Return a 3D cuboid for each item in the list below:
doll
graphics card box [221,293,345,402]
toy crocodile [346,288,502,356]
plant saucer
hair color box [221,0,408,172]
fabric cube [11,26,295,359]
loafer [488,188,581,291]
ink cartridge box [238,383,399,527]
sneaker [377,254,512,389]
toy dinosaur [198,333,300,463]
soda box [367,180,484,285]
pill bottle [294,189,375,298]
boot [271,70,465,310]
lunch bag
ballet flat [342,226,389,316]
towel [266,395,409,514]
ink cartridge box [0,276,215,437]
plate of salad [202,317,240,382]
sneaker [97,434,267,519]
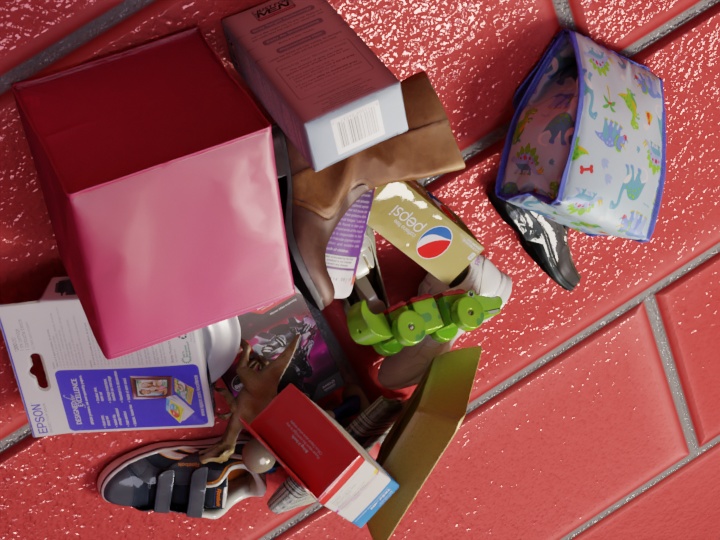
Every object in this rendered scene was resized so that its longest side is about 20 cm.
[{"bbox_3d":[-0.071,0.195,1.816,0.136,0.049,0.200,-42,169,32],"label":"doll"},{"bbox_3d":[-0.105,0.088,1.771,0.125,0.051,0.200,-29,137,-7],"label":"graphics card box"},{"bbox_3d":[0.074,0.052,1.766,0.199,0.062,0.067,-11,170,-30],"label":"toy crocodile"},{"bbox_3d":[0.064,0.191,1.794,0.048,0.200,0.200,30,114,-2],"label":"plant saucer"},{"bbox_3d":[-0.045,-0.185,1.467,0.099,0.200,0.061,-25,135,-12],"label":"hair color box"},{"bbox_3d":[-0.194,-0.076,1.468,0.196,0.200,0.200,-20,132,-14],"label":"fabric cube"},{"bbox_3d":[0.226,-0.047,1.852,0.072,0.073,0.200,-41,138,-1],"label":"loafer"},{"bbox_3d":[-0.042,0.194,1.650,0.067,0.116,0.200,-46,155,-2],"label":"ink cartridge box"},{"bbox_3d":[0.083,0.054,1.860,0.200,0.075,0.100,-45,122,3],"label":"sneaker"},{"bbox_3d":[-0.111,0.124,1.688,0.058,0.101,0.200,18,118,-37],"label":"toy dinosaur"},{"bbox_3d":[0.050,-0.064,1.727,0.064,0.068,0.200,-45,136,10],"label":"soda box"},{"bbox_3d":[-0.041,-0.080,1.594,0.111,0.111,0.201,8,98,-37],"label":"pill bottle"},{"bbox_3d":[0.006,-0.077,1.525,0.199,0.068,0.189,-19,90,-14],"label":"boot"},{"bbox_3d":[0.257,-0.150,1.747,0.170,0.127,0.201,18,86,-41],"label":"lunch bag"},{"bbox_3d":[0.000,0.000,1.753,0.067,0.062,0.200,-30,136,-6],"label":"ballet flat"},{"bbox_3d":[-0.022,0.217,1.888,0.193,0.035,0.200,-44,168,5],"label":"towel"},{"bbox_3d":[-0.260,0.088,1.619,0.199,0.043,0.199,-4,131,0],"label":"ink cartridge box"},{"bbox_3d":[-0.226,0.060,1.656,0.199,0.048,0.201,-1,131,-1],"label":"plate of salad"},{"bbox_3d":[-0.203,0.247,1.826,0.199,0.079,0.079,-11,132,-23],"label":"sneaker"}]
